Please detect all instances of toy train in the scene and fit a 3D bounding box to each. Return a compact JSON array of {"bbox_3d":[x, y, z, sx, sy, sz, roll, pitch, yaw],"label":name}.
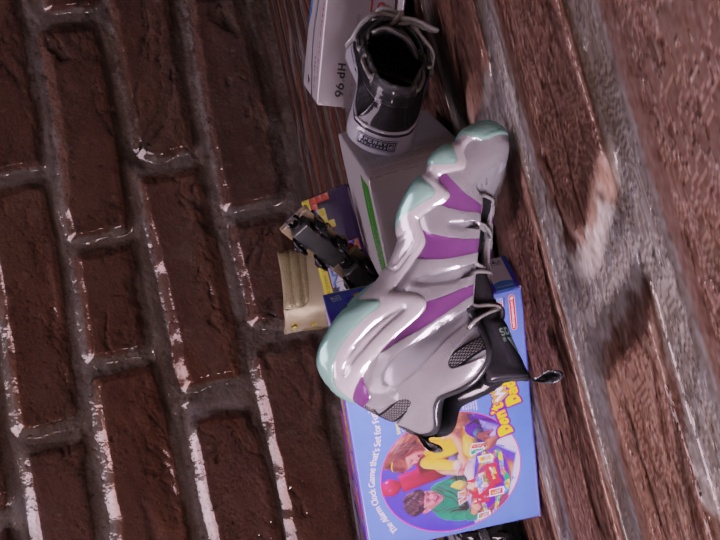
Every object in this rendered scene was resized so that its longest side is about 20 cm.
[{"bbox_3d":[0.000,0.000,1.209,0.200,0.034,0.046,39,-162,-42],"label":"toy train"}]

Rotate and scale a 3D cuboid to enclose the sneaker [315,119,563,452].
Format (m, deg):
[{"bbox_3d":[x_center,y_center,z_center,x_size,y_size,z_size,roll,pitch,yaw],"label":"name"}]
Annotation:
[{"bbox_3d":[0.075,0.019,0.892,0.202,0.139,0.078,-61,-22,9],"label":"sneaker"}]

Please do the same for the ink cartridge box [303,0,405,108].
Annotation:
[{"bbox_3d":[-0.008,-0.211,1.292,0.200,0.067,0.118,-118,33,-75],"label":"ink cartridge box"}]

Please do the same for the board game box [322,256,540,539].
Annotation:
[{"bbox_3d":[0.054,0.099,1.018,0.045,0.133,0.202,-110,10,-59],"label":"board game box"}]

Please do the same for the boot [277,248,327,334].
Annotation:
[{"bbox_3d":[-0.008,0.062,1.573,0.073,0.153,0.203,-141,40,-83],"label":"boot"}]

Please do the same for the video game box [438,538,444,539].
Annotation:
[{"bbox_3d":[0.097,0.289,1.327,0.182,0.046,0.203,-121,20,-69],"label":"video game box"}]

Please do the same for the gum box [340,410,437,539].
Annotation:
[{"bbox_3d":[0.030,0.220,1.284,0.114,0.065,0.202,-106,6,-47],"label":"gum box"}]

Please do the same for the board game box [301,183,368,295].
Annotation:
[{"bbox_3d":[0.020,0.030,1.373,0.165,0.056,0.203,18,-124,-70],"label":"board game box"}]

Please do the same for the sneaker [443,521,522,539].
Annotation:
[{"bbox_3d":[0.105,0.214,1.130,0.112,0.072,0.202,-138,29,-77],"label":"sneaker"}]

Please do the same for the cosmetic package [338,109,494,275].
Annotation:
[{"bbox_3d":[0.042,-0.052,1.111,0.200,0.084,0.109,-120,16,-75],"label":"cosmetic package"}]

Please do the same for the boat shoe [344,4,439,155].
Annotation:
[{"bbox_3d":[0.023,-0.167,1.097,0.200,0.073,0.069,-76,1,-56],"label":"boat shoe"}]
